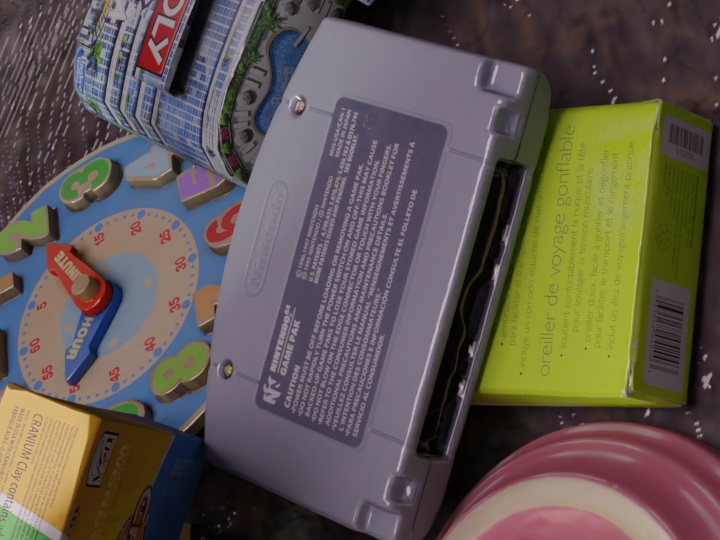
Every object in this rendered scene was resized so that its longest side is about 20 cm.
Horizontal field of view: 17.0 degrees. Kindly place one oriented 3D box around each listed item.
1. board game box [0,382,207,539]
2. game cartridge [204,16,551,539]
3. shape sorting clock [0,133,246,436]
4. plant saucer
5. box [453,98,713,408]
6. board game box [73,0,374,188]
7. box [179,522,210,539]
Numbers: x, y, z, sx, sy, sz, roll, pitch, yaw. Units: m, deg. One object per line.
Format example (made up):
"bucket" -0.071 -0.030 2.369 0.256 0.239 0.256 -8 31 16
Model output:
"board game box" -0.121 0.129 0.963 0.040 0.200 0.154 18 87 10
"game cartridge" 0.000 0.000 1.012 0.133 0.041 0.201 20 96 39
"shape sorting clock" -0.119 0.016 1.137 0.199 0.039 0.201 -22 50 29
"plant saucer" 0.088 0.158 0.954 0.200 0.051 0.202 -10 75 39
"box" 0.051 -0.005 1.024 0.199 0.047 0.123 -1 79 42
"board game box" -0.049 -0.146 1.097 0.200 0.061 0.201 25 93 55
"box" -0.171 0.126 1.079 0.075 0.199 0.051 -5 76 55
